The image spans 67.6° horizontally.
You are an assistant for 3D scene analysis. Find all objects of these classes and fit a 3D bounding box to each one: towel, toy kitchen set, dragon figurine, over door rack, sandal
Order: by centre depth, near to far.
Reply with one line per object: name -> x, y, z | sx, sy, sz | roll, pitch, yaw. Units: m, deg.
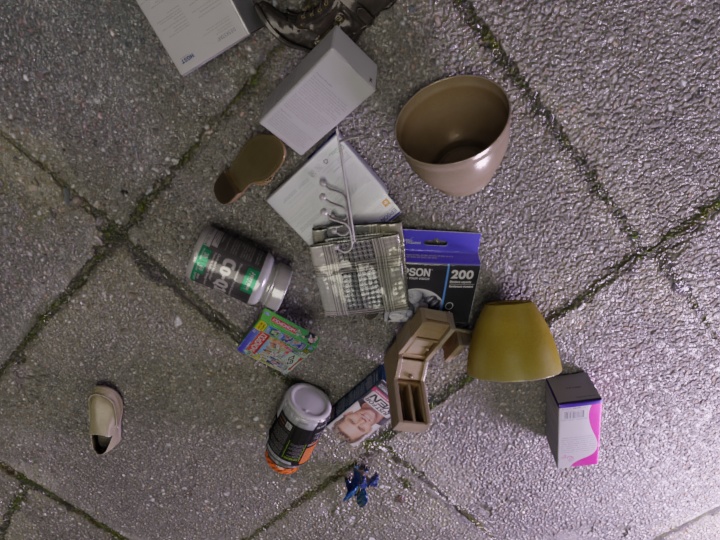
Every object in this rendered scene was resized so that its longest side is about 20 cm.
over door rack -> -0.040, -0.156, 0.947 | 0.065, 0.149, 0.205 | 0, 119, -6
sandal -> -0.197, -0.197, 1.028 | 0.209, 0.069, 0.079 | -28, 89, 37
towel -> 0.000, 0.000, 1.079 | 0.187, 0.035, 0.205 | -4, 115, 10
toy kitchen set -> 0.166, 0.217, 1.146 | 0.159, 0.184, 0.202 | 10, 138, -19
dragon figurine -> -0.010, 0.576, 1.405 | 0.058, 0.100, 0.203 | 22, 116, -10

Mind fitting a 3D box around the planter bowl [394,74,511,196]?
planter bowl -> 0.170, -0.219, 0.946 | 0.195, 0.204, 0.135 | -17, 144, 11

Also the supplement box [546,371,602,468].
supplement box -> 0.503, 0.357, 1.278 | 0.098, 0.104, 0.205 | -7, 117, 4

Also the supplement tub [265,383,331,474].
supplement tub -> -0.156, 0.384, 1.295 | 0.120, 0.123, 0.203 | 21, 116, -10

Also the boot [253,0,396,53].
boot -> -0.059, -0.442, 0.892 | 0.197, 0.070, 0.175 | 26, 115, -24

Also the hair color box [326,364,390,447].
hair color box -> 0.018, 0.329, 1.297 | 0.100, 0.061, 0.200 | 39, 113, -18

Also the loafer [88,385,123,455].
loafer -> -0.632, 0.375, 1.330 | 0.073, 0.069, 0.205 | 5, 118, -2

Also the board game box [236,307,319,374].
board game box -> -0.185, 0.160, 1.178 | 0.132, 0.030, 0.200 | 28, 145, -12

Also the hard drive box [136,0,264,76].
hard drive box -> -0.275, -0.449, 0.868 | 0.153, 0.077, 0.203 | -18, 116, 22

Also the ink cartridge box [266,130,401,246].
ink cartridge box -> -0.051, -0.135, 1.064 | 0.198, 0.041, 0.200 | -37, 112, 18

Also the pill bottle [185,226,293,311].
pill bottle -> -0.244, 0.000, 1.098 | 0.196, 0.114, 0.115 | 23, 117, -11

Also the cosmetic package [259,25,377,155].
cosmetic package -> -0.074, -0.299, 0.915 | 0.101, 0.073, 0.198 | 33, 135, -31

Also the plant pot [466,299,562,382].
plant pot -> 0.316, 0.140, 1.135 | 0.194, 0.200, 0.146 | -5, 91, 4

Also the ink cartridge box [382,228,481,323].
ink cartridge box -> 0.151, 0.016, 1.130 | 0.192, 0.044, 0.205 | 1, 117, -6

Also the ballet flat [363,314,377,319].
ballet flat -> 0.025, 0.012, 1.139 | 0.046, 0.067, 0.205 | 28, 129, 36
